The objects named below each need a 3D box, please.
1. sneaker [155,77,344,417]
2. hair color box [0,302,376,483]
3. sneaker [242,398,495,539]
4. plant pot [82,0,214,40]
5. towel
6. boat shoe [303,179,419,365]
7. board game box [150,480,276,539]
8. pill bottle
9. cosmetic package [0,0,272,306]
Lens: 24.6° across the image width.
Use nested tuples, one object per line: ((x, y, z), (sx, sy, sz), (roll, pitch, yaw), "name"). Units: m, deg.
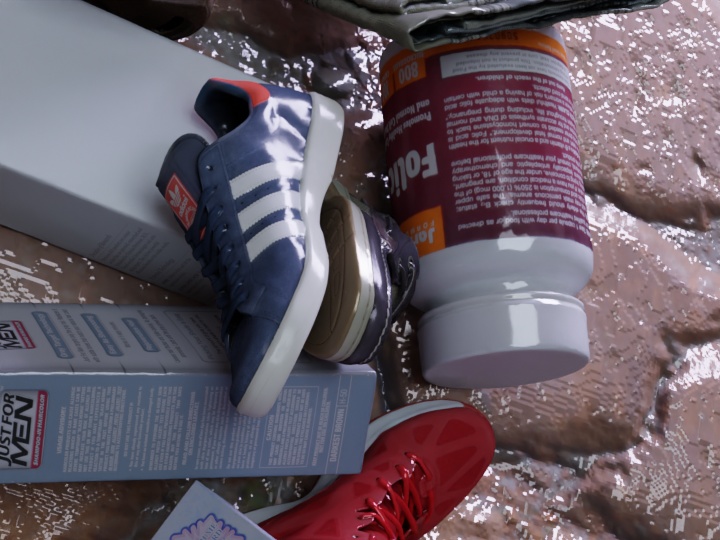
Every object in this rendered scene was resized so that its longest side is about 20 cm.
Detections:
((-0.063, -0.018, 0.813), (0.084, 0.075, 0.200), (18, 44, -14), "sneaker")
((-0.104, 0.061, 0.848), (0.200, 0.099, 0.061), (2, 107, -24), "hair color box")
((0.013, 0.140, 0.863), (0.200, 0.115, 0.078), (-33, 111, -23), "sneaker")
((-0.133, -0.243, 0.901), (0.200, 0.200, 0.198), (16, 74, -19), "plant pot")
((0.054, -0.181, 0.968), (0.192, 0.200, 0.035), (-14, 120, -30), "towel")
((0.000, 0.000, 0.882), (0.065, 0.200, 0.072), (23, 102, -15), "boat shoe")
((-0.060, 0.228, 0.738), (0.199, 0.041, 0.200), (30, 79, 32), "board game box")
((0.074, -0.038, 0.961), (0.114, 0.114, 0.200), (3, 71, -24), "pill bottle")
((-0.126, -0.066, 0.900), (0.200, 0.081, 0.113), (23, 64, -15), "cosmetic package")
